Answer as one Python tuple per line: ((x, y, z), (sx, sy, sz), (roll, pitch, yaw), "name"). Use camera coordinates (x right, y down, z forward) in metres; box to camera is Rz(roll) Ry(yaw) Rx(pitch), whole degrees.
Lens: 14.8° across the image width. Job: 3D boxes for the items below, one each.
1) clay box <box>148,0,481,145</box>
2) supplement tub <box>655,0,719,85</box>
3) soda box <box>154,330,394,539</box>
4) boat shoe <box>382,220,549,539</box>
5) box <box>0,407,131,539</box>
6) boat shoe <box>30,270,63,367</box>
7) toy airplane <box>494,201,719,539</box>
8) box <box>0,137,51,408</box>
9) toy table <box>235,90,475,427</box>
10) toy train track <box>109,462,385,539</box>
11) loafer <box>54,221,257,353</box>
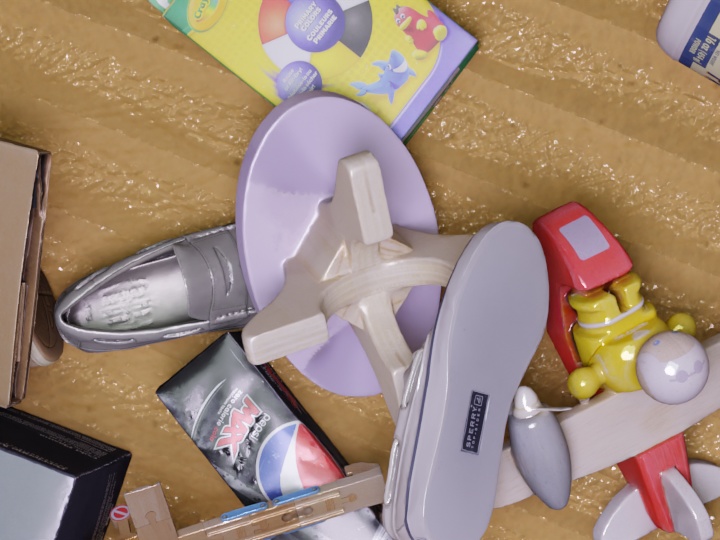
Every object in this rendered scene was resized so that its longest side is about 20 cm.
((-0.035, -0.162, 1.772), (0.200, 0.048, 0.115), (38, 93, 4), "clay box")
((0.297, -0.152, 1.688), (0.199, 0.145, 0.145), (30, 93, 6), "supplement tub")
((-0.042, 0.134, 1.759), (0.063, 0.071, 0.200), (-39, 86, 4), "soda box")
((0.057, 0.068, 1.639), (0.072, 0.066, 0.201), (15, 82, -35), "boat shoe")
((-0.265, 0.134, 1.727), (0.199, 0.182, 0.105), (20, 92, 6), "box")
((-0.263, -0.015, 1.786), (0.065, 0.072, 0.200), (-35, 84, 13), "boat shoe")
((0.174, 0.077, 1.700), (0.198, 0.141, 0.201), (23, 76, -15), "toy airplane")
((-0.285, -0.018, 1.746), (0.199, 0.021, 0.164), (16, 107, 30), "box")
((0.000, 0.000, 1.697), (0.183, 0.117, 0.201), (-29, 115, -8), "toy table")
((-0.083, 0.153, 1.704), (0.199, 0.033, 0.115), (-17, 129, -3), "toy train track")
((-0.099, 0.009, 1.766), (0.199, 0.070, 0.070), (-19, 87, 5), "loafer")
